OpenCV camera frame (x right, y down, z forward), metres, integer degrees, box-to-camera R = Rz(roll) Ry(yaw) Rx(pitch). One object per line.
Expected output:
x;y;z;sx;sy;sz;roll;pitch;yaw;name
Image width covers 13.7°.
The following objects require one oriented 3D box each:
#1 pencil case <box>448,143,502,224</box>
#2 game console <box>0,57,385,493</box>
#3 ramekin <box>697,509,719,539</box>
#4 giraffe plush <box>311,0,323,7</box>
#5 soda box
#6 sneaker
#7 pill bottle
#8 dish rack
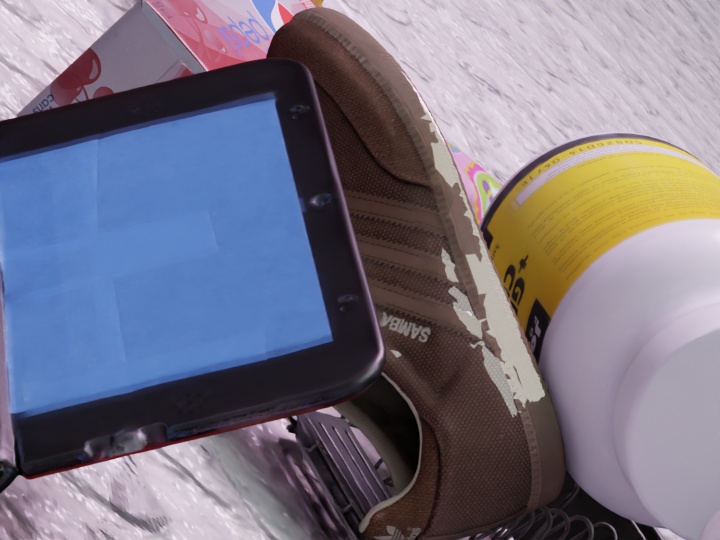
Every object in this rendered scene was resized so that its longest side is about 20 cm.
0.057;0.012;1.247;0.200;0.087;0.088;37;19;-38;pencil case
-0.102;-0.033;0.868;0.172;0.119;0.200;42;16;-27;game console
0.137;0.178;0.938;0.201;0.098;0.201;49;16;-19;ramekin
-0.048;-0.181;1.358;0.173;0.200;0.163;38;47;-46;giraffe plush
-0.060;-0.068;1.164;0.063;0.070;0.200;49;16;2;soda box
0.000;0.000;1.043;0.200;0.075;0.070;63;-22;19;sneaker
0.110;0.026;1.078;0.112;0.112;0.200;44;5;-18;pill bottle
0.055;0.102;1.112;0.154;0.055;0.200;56;16;25;dish rack
